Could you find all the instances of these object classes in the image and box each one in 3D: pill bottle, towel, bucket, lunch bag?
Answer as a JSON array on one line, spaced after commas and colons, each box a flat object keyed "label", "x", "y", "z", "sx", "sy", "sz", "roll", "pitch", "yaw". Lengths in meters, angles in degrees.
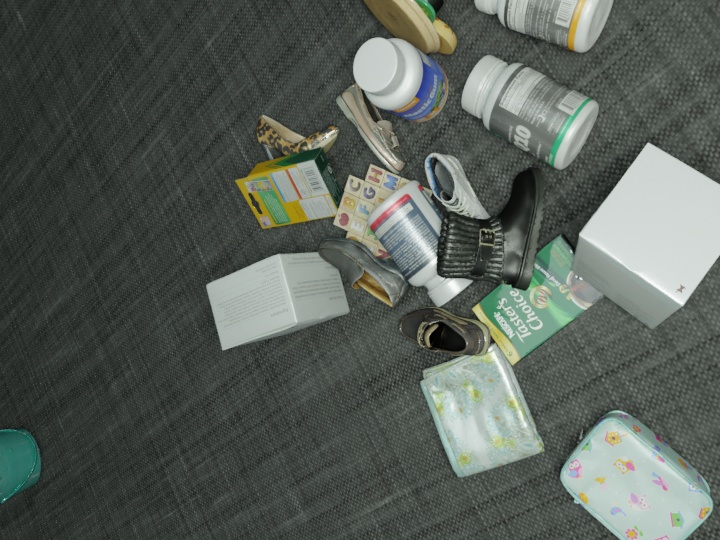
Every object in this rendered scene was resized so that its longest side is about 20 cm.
[{"label": "pill bottle", "x": 0.111, "y": -0.044, "z": 1.045, "sx": 0.119, "sy": 0.119, "sz": 0.202, "roll": -38, "pitch": 86, "yaw": 25}, {"label": "pill bottle", "x": 0.069, "y": -0.326, "z": 1.011, "sx": 0.109, "sy": 0.198, "sz": 0.116, "roll": 2, "pitch": 95, "yaw": 29}, {"label": "pill bottle", "x": 0.286, "y": -0.431, "z": 0.930, "sx": 0.197, "sy": 0.115, "sz": 0.119, "roll": 31, "pitch": 107, "yaw": 25}, {"label": "towel", "x": 0.210, "y": 0.249, "z": 1.055, "sx": 0.169, "sy": 0.048, "sz": 0.205, "roll": -27, "pitch": 80, "yaw": 29}, {"label": "bucket", "x": -1.052, "y": 0.572, "z": 1.743, "sx": 0.202, "sy": 0.134, "sz": 0.214, "roll": 3, "pitch": 96, "yaw": 29}, {"label": "lunch bag", "x": 0.420, "y": 0.332, "z": 0.925, "sx": 0.199, "sy": 0.076, "sz": 0.163, "roll": 40, "pitch": 112, "yaw": 21}, {"label": "pill bottle", "x": 0.268, "y": -0.259, "z": 0.953, "sx": 0.198, "sy": 0.112, "sz": 0.115, "roll": 37, "pitch": 109, "yaw": 23}]

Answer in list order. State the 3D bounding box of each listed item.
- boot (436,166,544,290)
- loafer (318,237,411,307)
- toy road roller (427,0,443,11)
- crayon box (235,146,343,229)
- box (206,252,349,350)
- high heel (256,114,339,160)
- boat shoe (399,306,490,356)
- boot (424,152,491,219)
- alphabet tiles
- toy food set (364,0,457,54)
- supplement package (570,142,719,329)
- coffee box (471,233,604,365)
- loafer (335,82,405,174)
[{"label": "boot", "x": 0.210, "y": -0.080, "z": 0.960, "sx": 0.153, "sy": 0.080, "sz": 0.217, "roll": 12, "pitch": 75, "yaw": 3}, {"label": "loafer", "x": 0.000, "y": 0.000, "z": 1.116, "sx": 0.196, "sy": 0.073, "sz": 0.074, "roll": 23, "pitch": 145, "yaw": 16}, {"label": "toy road roller", "x": 0.096, "y": -0.540, "z": 0.983, "sx": 0.146, "sy": 0.200, "sz": 0.124, "roll": 42, "pitch": 94, "yaw": 17}, {"label": "crayon box", "x": -0.139, "y": -0.162, "z": 1.190, "sx": 0.195, "sy": 0.052, "sz": 0.128, "roll": -7, "pitch": 127, "yaw": 29}, {"label": "box", "x": -0.158, "y": 0.056, "z": 1.165, "sx": 0.196, "sy": 0.197, "sz": 0.134, "roll": -20, "pitch": 83, "yaw": 28}, {"label": "high heel", "x": -0.134, "y": -0.287, "z": 1.201, "sx": 0.197, "sy": 0.071, "sz": 0.146, "roll": -25, "pitch": 86, "yaw": 36}, {"label": "boat shoe", "x": 0.137, "y": 0.106, "z": 1.053, "sx": 0.197, "sy": 0.072, "sz": 0.077, "roll": 3, "pitch": 91, "yaw": 48}, {"label": "boot", "x": 0.169, "y": -0.110, "z": 1.028, "sx": 0.073, "sy": 0.095, "sz": 0.204, "roll": -32, "pitch": 78, "yaw": 27}, {"label": "alphabet tiles", "x": 0.049, "y": -0.096, "z": 1.123, "sx": 0.196, "sy": 0.006, "sz": 0.170, "roll": 24, "pitch": 105, "yaw": 13}, {"label": "toy food set", "x": 0.070, "y": -0.449, "z": 1.009, "sx": 0.049, "sy": 0.197, "sz": 0.200, "roll": -47, "pitch": 50, "yaw": 5}, {"label": "supplement package", "x": 0.401, "y": -0.038, "z": 0.820, "sx": 0.151, "sy": 0.200, "sz": 0.152, "roll": 39, "pitch": 90, "yaw": 21}, {"label": "coffee box", "x": 0.298, "y": 0.052, "z": 0.994, "sx": 0.199, "sy": 0.044, "sz": 0.124, "roll": -42, "pitch": 73, "yaw": 25}, {"label": "loafer", "x": 0.027, "y": -0.274, "z": 1.116, "sx": 0.063, "sy": 0.071, "sz": 0.202, "roll": -42, "pitch": 71, "yaw": 17}]
